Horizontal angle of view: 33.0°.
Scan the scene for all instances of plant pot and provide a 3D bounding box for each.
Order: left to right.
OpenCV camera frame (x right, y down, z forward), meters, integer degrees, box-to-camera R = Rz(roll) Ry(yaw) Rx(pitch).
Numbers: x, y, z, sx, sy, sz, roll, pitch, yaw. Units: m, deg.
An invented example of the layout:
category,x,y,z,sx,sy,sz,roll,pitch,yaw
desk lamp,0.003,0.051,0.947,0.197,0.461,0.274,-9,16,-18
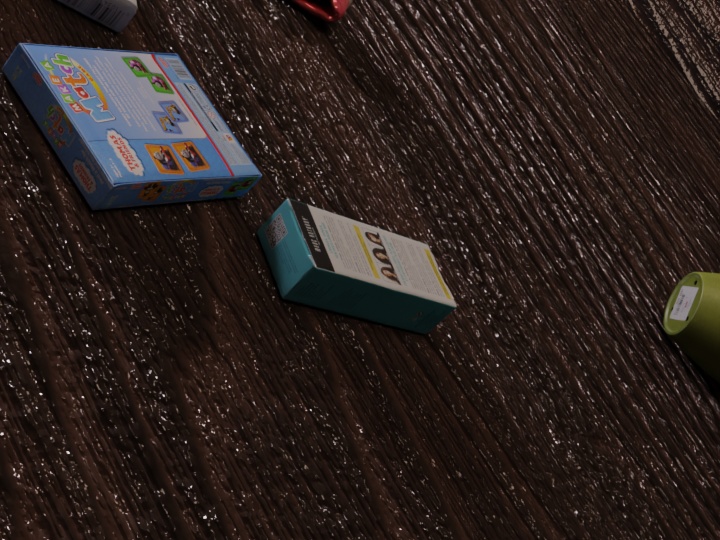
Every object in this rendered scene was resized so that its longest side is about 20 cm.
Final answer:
category,x,y,z,sx,sy,sz,roll,pitch,yaw
plant pot,0.523,0.085,1.666,0.198,0.188,0.188,23,33,-11

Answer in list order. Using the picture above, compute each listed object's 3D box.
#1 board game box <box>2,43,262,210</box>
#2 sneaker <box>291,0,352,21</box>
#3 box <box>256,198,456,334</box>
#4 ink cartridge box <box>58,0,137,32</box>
category,x,y,z,sx,sy,sz,roll,pitch,yaw
board game box,-0.192,-0.126,1.055,0.152,0.037,0.199,55,28,15
sneaker,-0.086,-0.382,1.496,0.199,0.074,0.087,37,31,-19
box,0.000,0.000,1.147,0.199,0.049,0.083,16,40,-44
ink cartridge box,-0.311,-0.342,1.163,0.197,0.047,0.201,23,35,-36
